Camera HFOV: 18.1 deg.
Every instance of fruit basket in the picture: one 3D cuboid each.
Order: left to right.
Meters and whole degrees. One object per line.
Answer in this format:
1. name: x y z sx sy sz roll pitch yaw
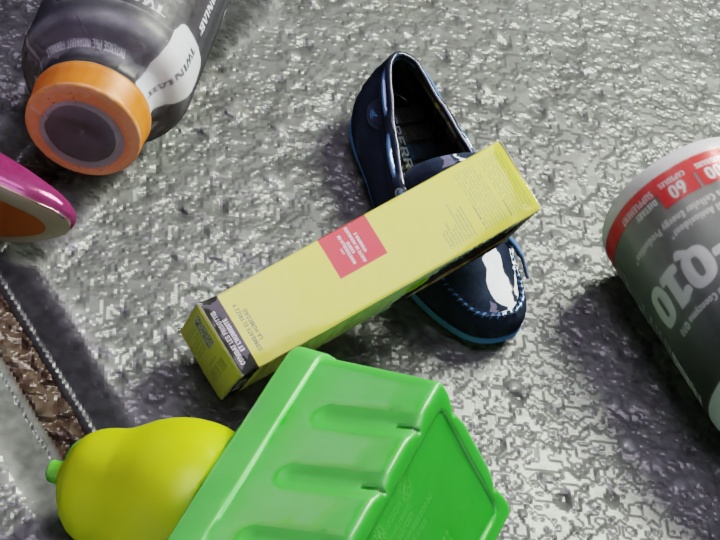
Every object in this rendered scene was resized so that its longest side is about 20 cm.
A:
1. fruit basket: -0.055 0.140 1.139 0.215 0.156 0.216 -23 28 13

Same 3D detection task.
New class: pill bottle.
1. pill bottle: -0.140 -0.148 1.366 0.106 0.106 0.200 18 47 -2
2. pill bottle: 0.235 0.029 1.323 0.114 0.114 0.200 -11 53 -26

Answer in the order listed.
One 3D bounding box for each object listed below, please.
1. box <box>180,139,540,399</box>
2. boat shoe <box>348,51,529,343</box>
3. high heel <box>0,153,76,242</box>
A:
1. box: 0.000 0.000 1.259 0.200 0.075 0.050 -28 83 -17
2. boat shoe: 0.042 -0.047 1.358 0.084 0.069 0.200 -15 57 -29
3. high heel: -0.243 -0.083 1.302 0.200 0.067 0.096 16 56 15
